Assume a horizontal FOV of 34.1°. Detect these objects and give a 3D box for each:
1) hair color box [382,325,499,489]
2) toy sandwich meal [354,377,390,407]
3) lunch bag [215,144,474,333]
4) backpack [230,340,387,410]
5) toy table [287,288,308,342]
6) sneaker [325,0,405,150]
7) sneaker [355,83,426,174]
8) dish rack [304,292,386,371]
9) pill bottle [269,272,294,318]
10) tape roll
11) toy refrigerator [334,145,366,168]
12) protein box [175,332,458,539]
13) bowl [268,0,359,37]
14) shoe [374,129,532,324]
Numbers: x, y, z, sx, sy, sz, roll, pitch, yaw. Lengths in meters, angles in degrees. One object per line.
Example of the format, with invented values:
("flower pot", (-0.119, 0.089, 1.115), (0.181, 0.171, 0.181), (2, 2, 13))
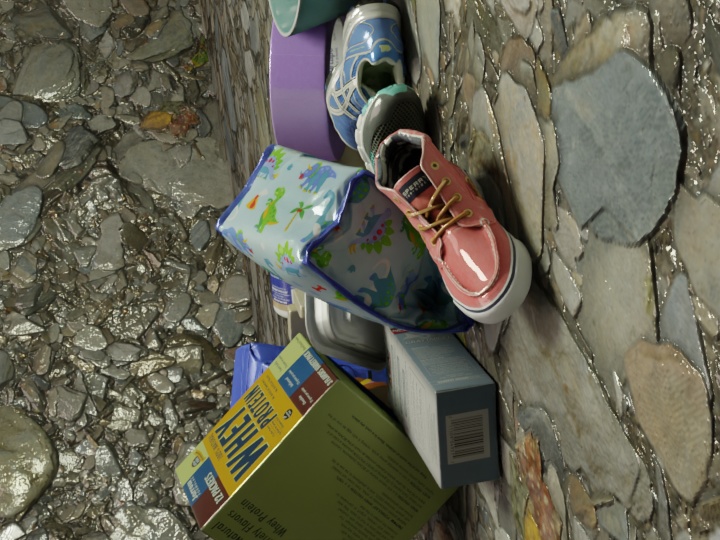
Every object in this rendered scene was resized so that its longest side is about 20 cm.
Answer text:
("hair color box", (0.075, 0.120, 1.143), (0.200, 0.061, 0.099), (-128, 32, -68))
("toy sandwich meal", (-0.020, 0.226, 1.394), (0.070, 0.205, 0.205), (31, 135, 38))
("lunch bag", (-0.003, -0.017, 1.092), (0.200, 0.128, 0.170), (41, 170, -34))
("backpack", (-0.056, 0.180, 1.501), (0.168, 0.200, 0.163), (176, 101, -73))
("toy table", (-0.038, 0.008, 1.507), (0.184, 0.117, 0.200), (-131, 36, -71))
("sneaker", (0.005, -0.189, 1.231), (0.200, 0.076, 0.077), (95, 168, -55))
("sneaker", (0.047, -0.087, 1.153), (0.091, 0.077, 0.200), (47, 151, 44))
("dish rack", (0.000, 0.000, 1.269), (0.172, 0.043, 0.200), (25, -122, -56))
("pill bottle", (-0.076, -0.039, 1.676), (0.116, 0.116, 0.200), (-128, 33, -70))
("tape roll", (-0.055, -0.230, 1.378), (0.200, 0.066, 0.200), (3, -90, -82))
("toy refrigerator", (-0.027, -0.112, 1.450), (0.200, 0.076, 0.070), (-115, 24, -56))
("protein box", (-0.046, 0.216, 1.234), (0.199, 0.200, 0.135), (42, 180, -27))
("bowl", (-0.036, -0.350, 1.232), (0.201, 0.105, 0.201), (173, 90, -75))
("shoe", (0.066, -0.040, 0.935), (0.071, 0.091, 0.200), (-44, 31, 17))
